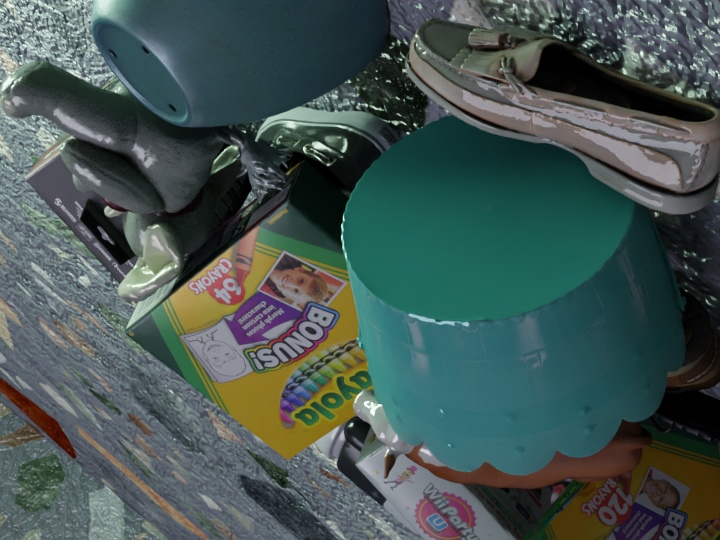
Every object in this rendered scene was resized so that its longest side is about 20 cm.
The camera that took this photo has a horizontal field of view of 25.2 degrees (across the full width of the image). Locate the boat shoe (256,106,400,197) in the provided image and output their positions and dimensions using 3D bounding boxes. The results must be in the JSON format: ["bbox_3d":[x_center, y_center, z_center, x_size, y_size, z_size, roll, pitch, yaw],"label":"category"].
[{"bbox_3d":[-0.039,-0.086,1.247,0.069,0.057,0.200,51,159,-20],"label":"boat shoe"}]

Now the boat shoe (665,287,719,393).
[{"bbox_3d":[0.159,0.038,1.089,0.200,0.076,0.074,26,167,47],"label":"boat shoe"}]

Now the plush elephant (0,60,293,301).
[{"bbox_3d":[-0.153,-0.076,1.186,0.200,0.165,0.155,33,135,6],"label":"plush elephant"}]

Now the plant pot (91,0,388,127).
[{"bbox_3d":[-0.100,-0.175,1.072,0.200,0.135,0.200,38,159,17],"label":"plant pot"}]

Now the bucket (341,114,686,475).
[{"bbox_3d":[0.089,0.005,0.975,0.207,0.207,0.135,29,152,36],"label":"bucket"}]

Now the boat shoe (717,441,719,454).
[{"bbox_3d":[0.311,0.163,1.066,0.200,0.057,0.067,26,154,40],"label":"boat shoe"}]

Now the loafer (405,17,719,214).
[{"bbox_3d":[0.117,-0.104,0.910,0.200,0.072,0.063,29,140,20],"label":"loafer"}]

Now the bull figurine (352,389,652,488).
[{"bbox_3d":[0.090,0.110,1.076,0.199,0.065,0.121,5,180,-5],"label":"bull figurine"}]

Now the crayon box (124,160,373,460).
[{"bbox_3d":[-0.050,0.036,1.222,0.172,0.058,0.200,40,127,-18],"label":"crayon box"}]

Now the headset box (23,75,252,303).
[{"bbox_3d":[-0.178,-0.075,1.337,0.077,0.200,0.149,-31,110,29],"label":"headset box"}]

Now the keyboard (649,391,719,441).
[{"bbox_3d":[0.183,0.088,1.110,0.104,0.040,0.200,1,-163,-43],"label":"keyboard"}]

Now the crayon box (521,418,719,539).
[{"bbox_3d":[0.194,0.195,1.147,0.119,0.200,0.058,43,161,2],"label":"crayon box"}]

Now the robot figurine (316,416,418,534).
[{"bbox_3d":[0.049,0.160,1.481,0.200,0.125,0.150,38,155,15],"label":"robot figurine"}]

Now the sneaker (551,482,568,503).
[{"bbox_3d":[0.202,0.245,1.403,0.074,0.087,0.200,49,160,-17],"label":"sneaker"}]

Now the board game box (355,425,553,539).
[{"bbox_3d":[0.085,0.128,1.245,0.064,0.200,0.148,-34,106,27],"label":"board game box"}]
